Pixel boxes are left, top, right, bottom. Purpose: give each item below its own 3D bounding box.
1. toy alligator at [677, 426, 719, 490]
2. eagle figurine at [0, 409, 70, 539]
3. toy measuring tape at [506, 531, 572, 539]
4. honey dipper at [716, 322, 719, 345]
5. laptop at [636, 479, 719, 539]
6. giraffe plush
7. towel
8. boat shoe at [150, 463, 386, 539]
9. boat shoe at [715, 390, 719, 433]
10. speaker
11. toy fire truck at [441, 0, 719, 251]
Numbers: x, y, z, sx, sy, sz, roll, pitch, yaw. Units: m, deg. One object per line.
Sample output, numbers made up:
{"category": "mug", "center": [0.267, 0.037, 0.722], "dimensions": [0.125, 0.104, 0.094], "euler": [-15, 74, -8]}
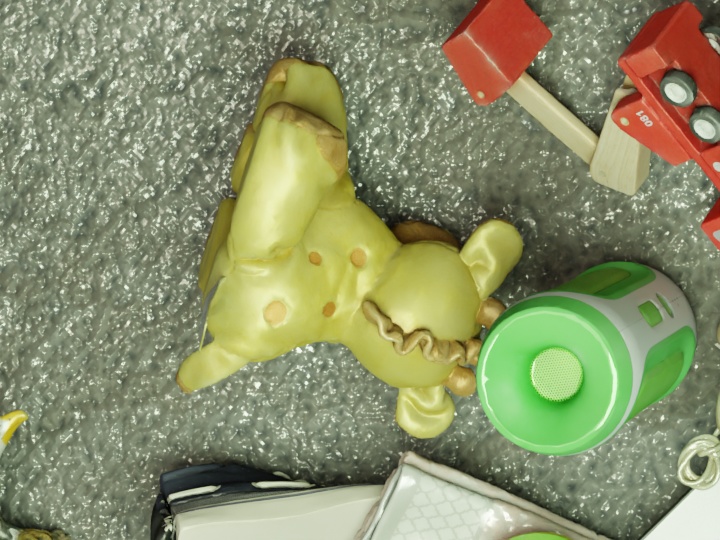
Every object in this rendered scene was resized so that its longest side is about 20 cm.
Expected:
{"category": "toy alligator", "center": [0.241, 0.038, 1.297], "dimensions": [0.059, 0.054, 0.200], "euler": [42, 99, 6]}
{"category": "eagle figurine", "center": [-0.265, 0.119, 1.445], "dimensions": [0.200, 0.152, 0.151], "euler": [44, 71, -7]}
{"category": "toy measuring tape", "center": [0.060, 0.182, 1.308], "dimensions": [0.199, 0.074, 0.074], "euler": [-9, 93, 8]}
{"category": "honey dipper", "center": [0.212, 0.125, 1.339], "dimensions": [0.038, 0.038, 0.201], "euler": [-4, 92, 19]}
{"category": "laptop", "center": [0.272, 0.161, 1.257], "dimensions": [0.187, 0.116, 0.200], "euler": [-45, 84, 2]}
{"category": "giraffe plush", "center": [0.000, 0.000, 1.341], "dimensions": [0.162, 0.200, 0.173], "euler": [18, 135, -8]}
{"category": "towel", "center": [0.064, 0.223, 1.369], "dimensions": [0.191, 0.032, 0.200], "euler": [25, 105, -9]}
{"category": "boat shoe", "center": [-0.028, 0.144, 1.405], "dimensions": [0.199, 0.093, 0.075], "euler": [1, 111, -12]}
{"category": "boat shoe", "center": [0.278, 0.082, 1.223], "dimensions": [0.199, 0.065, 0.072], "euler": [12, 81, 14]}
{"category": "speaker", "center": [0.122, 0.044, 1.272], "dimensions": [0.088, 0.200, 0.089], "euler": [2, 96, 18]}
{"category": "toy fire truck", "center": [0.153, -0.080, 1.312], "dimensions": [0.200, 0.049, 0.141], "euler": [49, 145, -14]}
